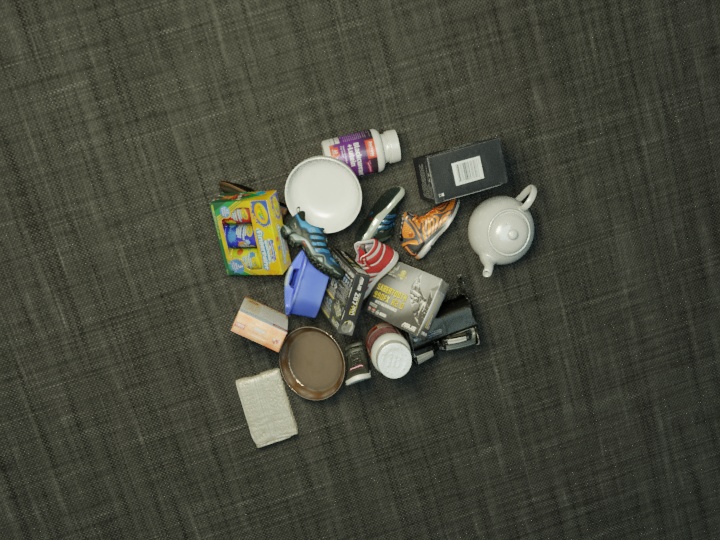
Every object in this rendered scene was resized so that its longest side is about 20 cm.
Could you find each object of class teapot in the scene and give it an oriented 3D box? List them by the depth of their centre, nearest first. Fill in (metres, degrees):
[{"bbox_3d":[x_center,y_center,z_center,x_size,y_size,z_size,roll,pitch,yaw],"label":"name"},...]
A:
[{"bbox_3d":[0.390,-0.109,1.748,0.192,0.146,0.205,-14,98,-4],"label":"teapot"}]

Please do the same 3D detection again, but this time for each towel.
[{"bbox_3d":[-0.258,0.380,1.804,0.129,0.034,0.205,-16,98,-5],"label":"towel"}]

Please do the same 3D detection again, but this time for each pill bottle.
[{"bbox_3d":[0.003,-0.304,1.699,0.195,0.111,0.114,-14,99,-4],"label":"pill bottle"},{"bbox_3d":[0.076,0.213,1.731,0.106,0.200,0.113,-1,98,-5],"label":"pill bottle"}]

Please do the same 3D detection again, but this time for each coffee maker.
[{"bbox_3d":[0.208,0.139,1.785,0.195,0.135,0.197,-16,75,-4],"label":"coffee maker"}]

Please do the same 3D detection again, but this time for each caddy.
[{"bbox_3d":[-0.147,0.027,1.714,0.103,0.141,0.205,17,95,-11],"label":"caddy"}]

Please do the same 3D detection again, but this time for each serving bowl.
[{"bbox_3d":[-0.090,-0.200,1.640,0.194,0.066,0.204,2,121,4],"label":"serving bowl"}]

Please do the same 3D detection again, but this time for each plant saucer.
[{"bbox_3d":[-0.128,0.250,1.769,0.195,0.032,0.206,4,101,19],"label":"plant saucer"}]

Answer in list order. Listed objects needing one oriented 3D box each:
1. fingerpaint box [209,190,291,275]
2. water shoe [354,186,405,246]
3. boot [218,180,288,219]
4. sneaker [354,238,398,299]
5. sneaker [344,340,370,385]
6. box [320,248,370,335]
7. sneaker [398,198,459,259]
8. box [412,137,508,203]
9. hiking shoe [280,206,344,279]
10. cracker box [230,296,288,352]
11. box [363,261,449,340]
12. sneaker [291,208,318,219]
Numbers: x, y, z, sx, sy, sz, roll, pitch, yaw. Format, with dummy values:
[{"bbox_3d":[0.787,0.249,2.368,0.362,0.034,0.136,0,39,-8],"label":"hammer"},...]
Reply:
[{"bbox_3d":[-0.279,-0.093,1.663,0.162,0.074,0.205,0,116,18],"label":"fingerpaint box"},{"bbox_3d":[0.063,-0.134,1.760,0.078,0.072,0.201,35,98,-31],"label":"water shoe"},{"bbox_3d":[-0.293,-0.160,1.705,0.196,0.075,0.099,24,102,4],"label":"boot"},{"bbox_3d":[0.000,0.000,1.731,0.112,0.072,0.200,33,106,-36],"label":"sneaker"},{"bbox_3d":[-0.014,0.244,1.736,0.069,0.200,0.102,-16,88,4],"label":"sneaker"},{"bbox_3d":[-0.048,0.052,1.687,0.048,0.200,0.165,14,103,-25],"label":"box"},{"bbox_3d":[0.177,-0.139,1.756,0.111,0.078,0.202,37,93,-10],"label":"sneaker"},{"bbox_3d":[0.252,-0.259,1.686,0.192,0.200,0.120,-15,100,-4],"label":"box"},{"bbox_3d":[-0.104,-0.063,1.617,0.199,0.074,0.087,43,75,-8],"label":"hiking shoe"},{"bbox_3d":[-0.258,0.136,1.686,0.132,0.200,0.059,26,94,-8],"label":"cracker box"},{"bbox_3d":[0.119,0.072,1.717,0.048,0.198,0.161,28,86,-49],"label":"box"},{"bbox_3d":[-0.151,-0.179,1.727,0.198,0.076,0.117,-34,95,-11],"label":"sneaker"}]
